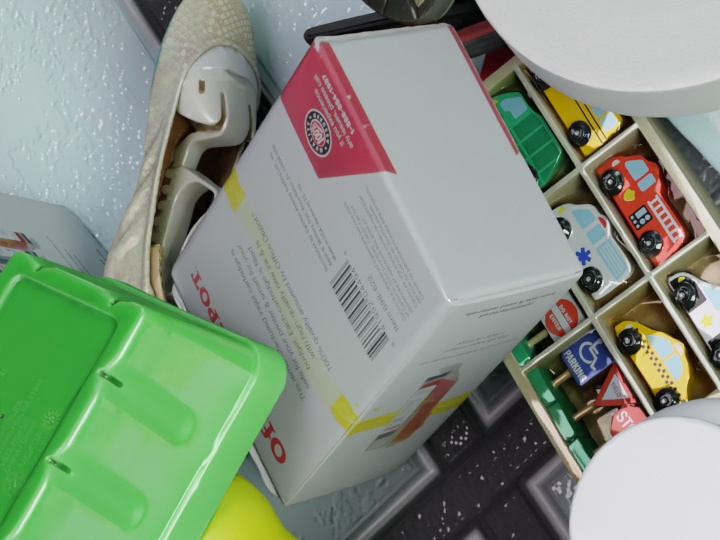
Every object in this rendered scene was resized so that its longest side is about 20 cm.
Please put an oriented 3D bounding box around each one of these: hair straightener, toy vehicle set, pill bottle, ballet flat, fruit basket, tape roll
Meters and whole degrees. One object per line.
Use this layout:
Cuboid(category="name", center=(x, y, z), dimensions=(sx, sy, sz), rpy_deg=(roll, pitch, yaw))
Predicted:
Cuboid(category="hair straightener", center=(0.042, -0.137, 1.043), dimensions=(0.199, 0.041, 0.078), rpy_deg=(-19, 52, 47))
Cuboid(category="toy vehicle set", center=(0.109, -0.009, 0.993), dimensions=(0.124, 0.026, 0.201), rpy_deg=(-39, 67, 20))
Cuboid(category="pill bottle", center=(0.157, 0.112, 0.852), dimensions=(0.111, 0.200, 0.112), rpy_deg=(-5, 78, 25))
Cuboid(category="ballet flat", center=(-0.084, -0.058, 1.114), dimensions=(0.062, 0.067, 0.202), rpy_deg=(9, 84, 48))
Cuboid(category="fruit basket", center=(-0.114, 0.116, 0.990), dimensions=(0.155, 0.215, 0.217), rpy_deg=(21, 96, 36))
Cuboid(category="tape roll", center=(0.141, -0.169, 0.931), dimensions=(0.201, 0.037, 0.205), rpy_deg=(-7, 71, 21))

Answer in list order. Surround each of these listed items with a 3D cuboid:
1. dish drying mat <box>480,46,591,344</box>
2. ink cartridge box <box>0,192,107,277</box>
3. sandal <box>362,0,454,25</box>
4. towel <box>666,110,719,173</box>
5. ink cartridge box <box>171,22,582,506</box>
Cuboid(category="dish drying mat", center=(0.089, -0.069, 1.038), dimensions=(0.076, 0.018, 0.202), rpy_deg=(16, 92, 32))
Cuboid(category="ink cartridge box", center=(-0.226, 0.049, 1.123), dimensions=(0.146, 0.199, 0.145), rpy_deg=(-51, 60, 17))
Cuboid(category="sandal", center=(0.024, -0.189, 1.048), dimensions=(0.080, 0.057, 0.201), rpy_deg=(-63, 25, 25))
Cuboid(category="towel", center=(0.235, -0.089, 0.927), dimensions=(0.171, 0.048, 0.200), rpy_deg=(-48, 61, 16))
Cuboid(category="ink cartridge box", center=(0.000, 0.000, 1.000), dimensions=(0.146, 0.083, 0.200), rpy_deg=(63, 143, 20))
